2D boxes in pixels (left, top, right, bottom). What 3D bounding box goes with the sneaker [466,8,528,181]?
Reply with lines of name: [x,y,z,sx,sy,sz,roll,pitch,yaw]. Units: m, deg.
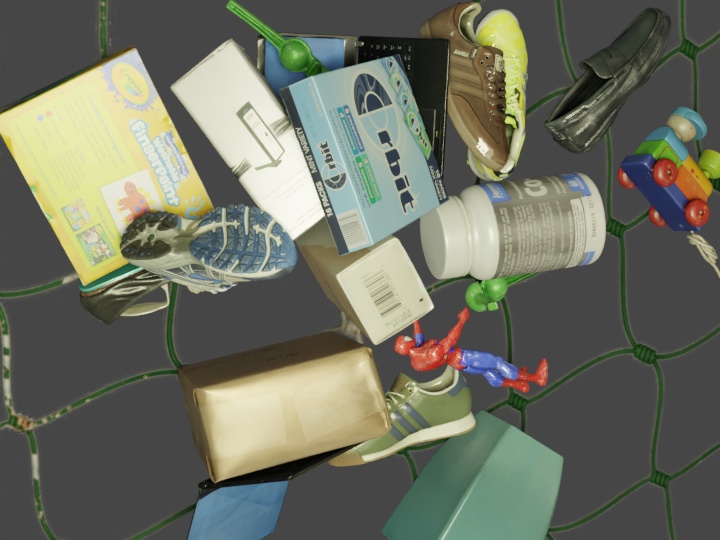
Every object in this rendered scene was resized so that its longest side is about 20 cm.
sneaker: [0.170,-0.204,1.312,0.075,0.076,0.202,-4,102,-13]

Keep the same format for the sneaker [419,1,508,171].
sneaker: [0.131,-0.211,1.252,0.075,0.070,0.201,-30,73,25]

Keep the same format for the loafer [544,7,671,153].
loafer: [0.298,-0.235,1.346,0.070,0.068,0.201,34,95,-29]

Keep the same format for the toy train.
toy train: [0.425,-0.100,1.412,0.200,0.085,0.116,45,74,-20]

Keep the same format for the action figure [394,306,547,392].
action figure: [0.128,0.084,1.354,0.199,0.065,0.100,11,65,-26]

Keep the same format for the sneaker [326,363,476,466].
sneaker: [0.045,0.168,1.365,0.199,0.067,0.091,-13,104,-19]

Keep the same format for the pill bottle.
pill bottle: [0.178,-0.050,1.328,0.198,0.114,0.115,-8,104,-15]

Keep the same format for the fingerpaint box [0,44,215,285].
fingerpaint box: [-0.272,-0.115,1.206,0.166,0.073,0.201,-28,110,-8]

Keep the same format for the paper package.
paper package: [-0.091,0.145,1.252,0.198,0.191,0.104,-14,96,-14]

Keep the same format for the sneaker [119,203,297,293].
sneaker: [-0.146,-0.017,1.157,0.085,0.199,0.078,53,49,-53]

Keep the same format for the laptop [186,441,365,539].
laptop: [-0.090,0.263,1.255,0.187,0.199,0.117,-16,93,-56]

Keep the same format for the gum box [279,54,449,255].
gum box: [0.011,-0.124,1.146,0.044,0.200,0.171,-17,97,29]

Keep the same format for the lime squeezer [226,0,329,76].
lime squeezer: [-0.074,-0.220,1.215,0.070,0.201,0.038,-16,149,-34]

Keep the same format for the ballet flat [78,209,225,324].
ballet flat: [-0.217,0.001,1.257,0.199,0.068,0.069,-25,118,1]

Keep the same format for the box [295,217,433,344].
box: [0.000,0.000,1.242,0.077,0.200,0.095,-32,108,-7]

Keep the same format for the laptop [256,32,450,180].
laptop: [-0.011,-0.173,1.252,0.103,0.199,0.179,-13,110,-51]

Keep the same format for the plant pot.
plant pot: [0.153,0.288,1.385,0.141,0.141,0.201,33,85,-20]

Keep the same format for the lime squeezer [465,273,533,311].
lime squeezer: [0.166,0.018,1.345,0.070,0.200,0.038,-32,87,32]

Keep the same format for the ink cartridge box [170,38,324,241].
ink cartridge box: [-0.102,-0.135,1.188,0.084,0.146,0.201,-36,94,3]
